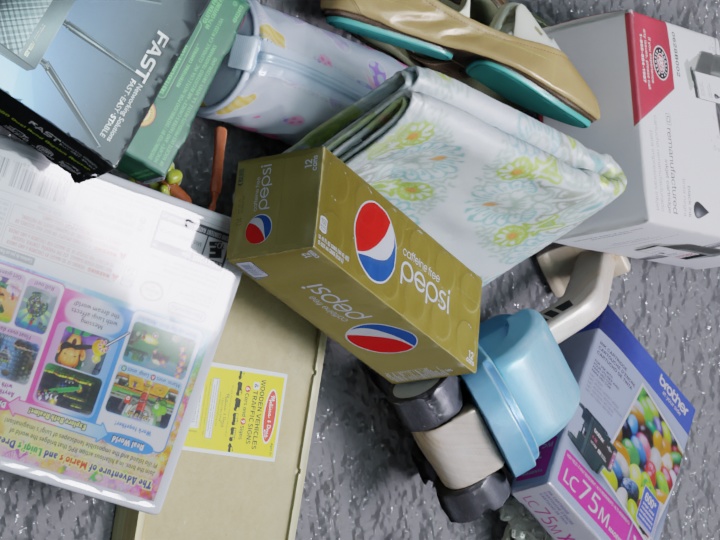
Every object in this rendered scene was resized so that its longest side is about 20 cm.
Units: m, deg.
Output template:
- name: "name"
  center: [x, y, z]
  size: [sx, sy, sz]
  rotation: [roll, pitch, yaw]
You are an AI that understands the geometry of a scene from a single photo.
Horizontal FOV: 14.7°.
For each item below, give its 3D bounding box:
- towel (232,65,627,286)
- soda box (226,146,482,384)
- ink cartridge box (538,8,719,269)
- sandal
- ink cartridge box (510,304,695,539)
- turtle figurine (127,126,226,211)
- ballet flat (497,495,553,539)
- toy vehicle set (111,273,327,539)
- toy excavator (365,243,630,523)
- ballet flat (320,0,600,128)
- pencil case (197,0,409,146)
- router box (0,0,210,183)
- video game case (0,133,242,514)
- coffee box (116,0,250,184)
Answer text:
- name: "towel"
  center: [0.042, -0.046, 1.746]
  size: [0.199, 0.171, 0.048]
  rotation: [22, 50, -40]
- name: "soda box"
  center: [0.000, 0.000, 1.696]
  size: [0.200, 0.064, 0.068]
  rotation: [39, 50, -50]
- name: "ink cartridge box"
  center: [0.208, -0.086, 1.893]
  size: [0.199, 0.082, 0.148]
  rotation: [8, 75, -53]
- name: "sandal"
  center: [0.065, -0.156, 1.838]
  size: [0.200, 0.057, 0.080]
  rotation: [21, 80, -36]
- name: "ink cartridge box"
  center: [0.172, 0.112, 1.911]
  size: [0.119, 0.042, 0.201]
  rotation: [49, 41, -27]
- name: "turtle figurine"
  center: [-0.170, -0.017, 1.663]
  size: [0.161, 0.064, 0.201]
  rotation: [25, 86, -29]
- name: "ballet flat"
  center: [0.121, 0.245, 1.919]
  size: [0.071, 0.072, 0.202]
  rotation: [-5, 94, -37]
- name: "toy vehicle set"
  center: [-0.085, 0.088, 1.759]
  size: [0.124, 0.026, 0.202]
  rotation: [12, 86, -38]
- name: "toy excavator"
  center: [0.109, 0.055, 1.852]
  size: [0.199, 0.195, 0.100]
  rotation: [-28, 112, -3]
- name: "ballet flat"
  center: [0.073, -0.154, 1.776]
  size: [0.199, 0.069, 0.063]
  rotation: [22, 84, -15]
- name: "pencil case"
  center: [-0.020, -0.108, 1.756]
  size: [0.199, 0.091, 0.084]
  rotation: [20, 99, -36]
- name: "router box"
  center: [-0.160, -0.173, 1.550]
  size: [0.149, 0.062, 0.201]
  rotation: [34, 72, -20]
- name: "video game case"
  center: [-0.175, 0.030, 1.618]
  size: [0.199, 0.024, 0.183]
  rotation: [20, 89, -30]
- name: "coffee box"
  center: [-0.174, -0.153, 1.601]
  size: [0.199, 0.044, 0.124]
  rotation: [31, 74, -20]
